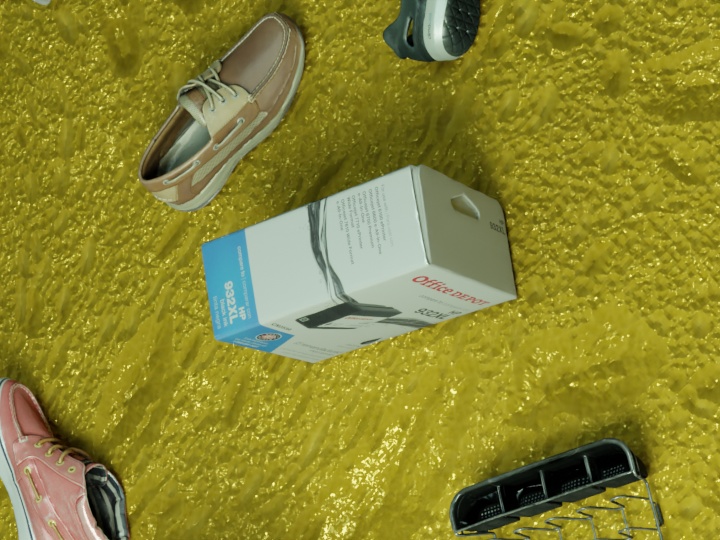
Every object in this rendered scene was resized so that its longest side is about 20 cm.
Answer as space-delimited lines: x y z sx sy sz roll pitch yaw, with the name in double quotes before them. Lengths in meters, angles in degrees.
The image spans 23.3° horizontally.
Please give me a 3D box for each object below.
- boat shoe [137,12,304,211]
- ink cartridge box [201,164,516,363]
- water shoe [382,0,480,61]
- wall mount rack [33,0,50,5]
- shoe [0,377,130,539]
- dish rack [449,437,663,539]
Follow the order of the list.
"boat shoe" -0.122 -0.139 1.524 0.076 0.072 0.200 41 102 33
"ink cartridge box" 0.000 0.000 1.365 0.199 0.145 0.084 -19 69 28
"water shoe" 0.059 -0.272 1.438 0.079 0.071 0.201 2 79 36
"wall mount rack" -0.360 -0.340 1.729 0.199 0.074 0.175 -6 75 32
"shoe" -0.267 0.175 1.550 0.091 0.071 0.201 -28 70 24
"dish rack" 0.158 0.237 1.259 0.153 0.054 0.201 -24 67 28
